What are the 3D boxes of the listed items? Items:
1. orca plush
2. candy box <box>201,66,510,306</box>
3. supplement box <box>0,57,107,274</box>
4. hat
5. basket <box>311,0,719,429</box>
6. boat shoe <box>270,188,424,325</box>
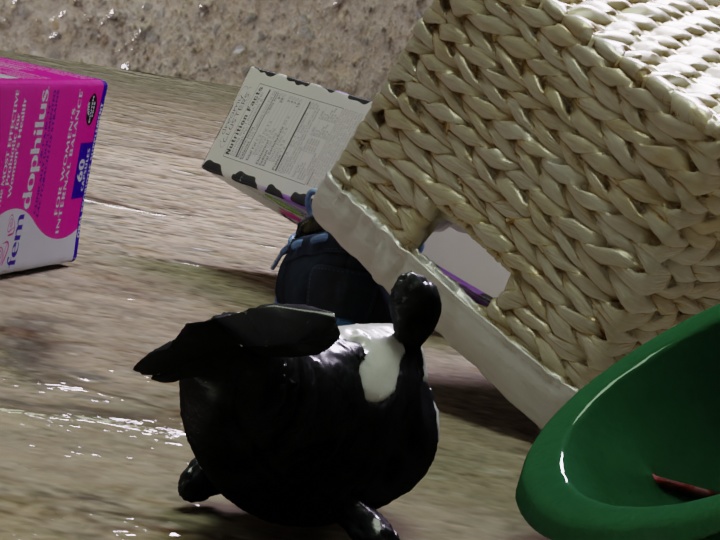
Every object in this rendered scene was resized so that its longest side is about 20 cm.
[{"bbox_3d":[-0.001,0.053,0.875,0.071,0.105,0.200,52,-9,16],"label":"orca plush"},{"bbox_3d":[0.028,-0.037,1.599,0.167,0.072,0.200,29,-4,-30],"label":"candy box"},{"bbox_3d":[-0.210,-0.057,1.416,0.103,0.102,0.200,13,7,12],"label":"supplement box"},{"bbox_3d":[0.175,0.107,0.969,0.199,0.177,0.166,-30,19,-12],"label":"hat"},{"bbox_3d":[0.123,-0.035,1.285,0.199,0.162,0.198,4,30,-45],"label":"basket"},{"bbox_3d":[0.000,0.000,1.417,0.084,0.069,0.200,10,6,-9],"label":"boat shoe"}]
